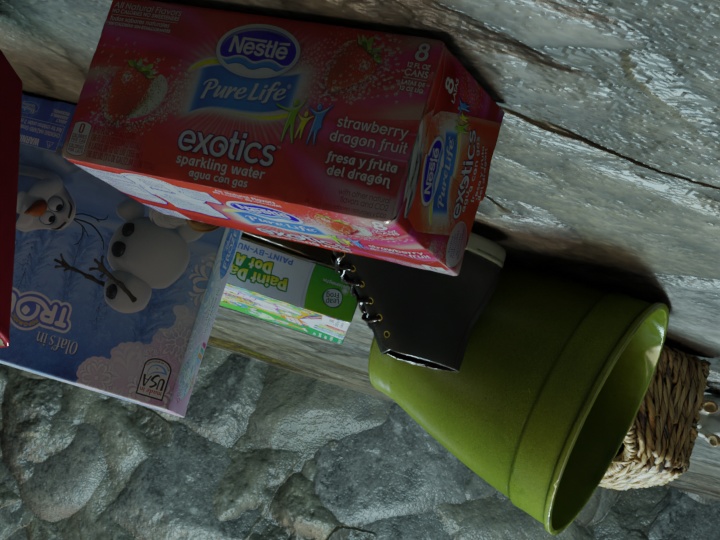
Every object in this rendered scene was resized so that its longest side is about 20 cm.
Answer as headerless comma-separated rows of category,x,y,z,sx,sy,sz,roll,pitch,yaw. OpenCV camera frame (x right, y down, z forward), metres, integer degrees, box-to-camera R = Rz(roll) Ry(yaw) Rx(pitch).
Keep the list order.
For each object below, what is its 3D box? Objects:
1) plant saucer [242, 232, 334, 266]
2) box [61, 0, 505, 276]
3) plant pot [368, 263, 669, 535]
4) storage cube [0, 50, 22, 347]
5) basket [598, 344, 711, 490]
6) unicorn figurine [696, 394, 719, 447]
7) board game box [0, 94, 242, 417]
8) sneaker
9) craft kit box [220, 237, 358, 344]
plant saucer,-0.107,-0.047,1.158,0.199,0.036,0.200,18,177,1
box,-0.039,-0.071,0.724,0.199,0.096,0.100,12,171,26
plant pot,0.117,0.077,1.125,0.192,0.201,0.200,26,175,21
storage cube,-0.297,-0.062,0.769,0.170,0.180,0.200,-5,156,5
basket,0.204,0.125,1.326,0.149,0.143,0.200,22,170,-33
unicorn figurine,0.424,0.172,1.482,0.200,0.074,0.137,29,-176,14
board game box,-0.194,-0.015,1.030,0.199,0.200,0.043,14,171,15
sneaker,0.000,0.000,1.044,0.199,0.107,0.075,19,172,6
craft kit box,-0.098,0.006,1.182,0.197,0.049,0.200,21,171,1
